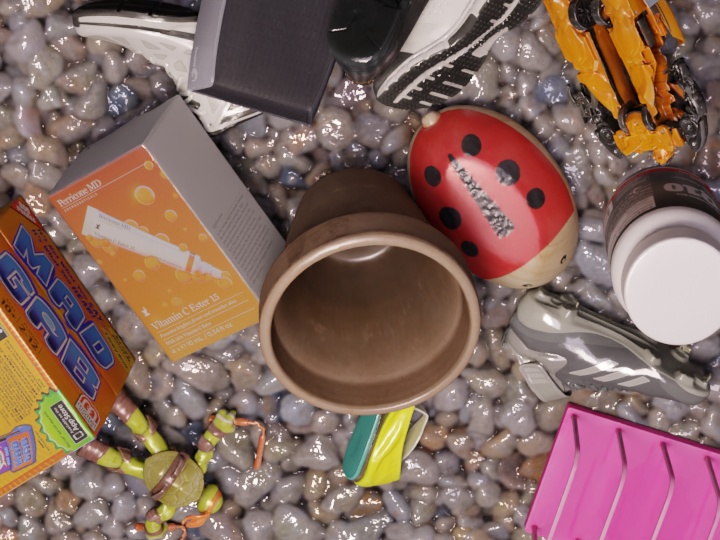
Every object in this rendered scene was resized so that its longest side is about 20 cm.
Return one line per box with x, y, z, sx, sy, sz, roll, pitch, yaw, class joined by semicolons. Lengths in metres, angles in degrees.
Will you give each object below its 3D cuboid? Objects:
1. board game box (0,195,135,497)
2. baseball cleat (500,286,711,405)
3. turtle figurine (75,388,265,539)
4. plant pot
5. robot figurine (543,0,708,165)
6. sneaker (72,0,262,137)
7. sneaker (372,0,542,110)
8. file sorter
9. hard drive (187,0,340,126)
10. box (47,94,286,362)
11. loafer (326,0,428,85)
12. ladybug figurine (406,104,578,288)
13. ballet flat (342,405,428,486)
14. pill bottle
-0.361;0.088;1.769;0.199;0.200;0.201;-31;104;13;board game box
0.230;0.093;1.806;0.199;0.070;0.107;29;115;4;baseball cleat
-0.198;0.202;1.865;0.161;0.064;0.201;34;107;-7;turtle figurine
0.000;0.000;1.714;0.198;0.175;0.202;-4;128;-5;plant pot
0.240;-0.187;1.689;0.144;0.058;0.201;-1;124;50;robot figurine
-0.168;-0.181;1.733;0.198;0.076;0.117;8;107;-1;sneaker
0.083;-0.224;1.715;0.200;0.080;0.073;-42;145;26;sneaker
0.272;0.240;1.812;0.198;0.126;0.140;17;108;-2;file sorter
-0.070;-0.240;1.679;0.134;0.042;0.202;15;89;-19;hard drive
-0.169;-0.037;1.743;0.124;0.098;0.201;-25;111;30;box
0.032;-0.256;1.682;0.072;0.072;0.201;28;76;16;loafer
0.121;-0.064;1.753;0.136;0.072;0.200;-40;101;15;ladybug figurine
0.040;0.121;1.830;0.066;0.067;0.202;9;112;-21;ballet flat
0.277;-0.013;1.690;0.113;0.200;0.115;1;109;3;pill bottle
